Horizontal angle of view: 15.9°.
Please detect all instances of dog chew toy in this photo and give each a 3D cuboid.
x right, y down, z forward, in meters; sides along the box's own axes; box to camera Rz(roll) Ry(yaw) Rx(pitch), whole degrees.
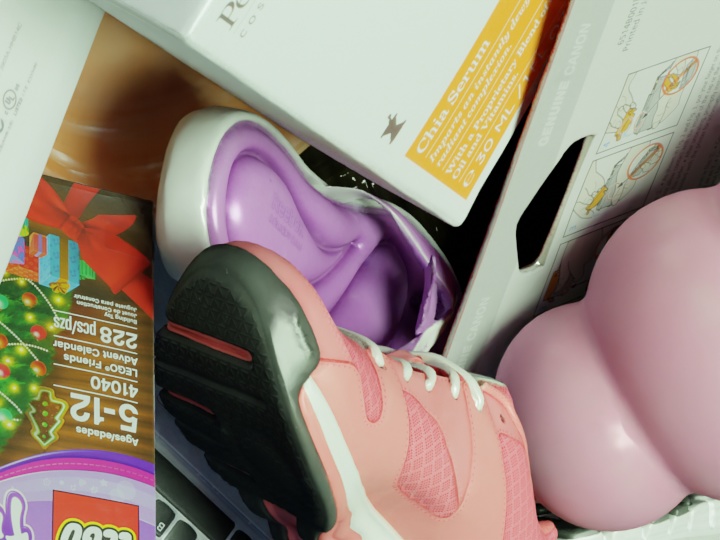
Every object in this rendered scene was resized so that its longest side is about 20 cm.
[{"bbox_3d":[0.131,0.018,0.848,0.200,0.125,0.125,-30,118,14],"label":"dog chew toy"}]

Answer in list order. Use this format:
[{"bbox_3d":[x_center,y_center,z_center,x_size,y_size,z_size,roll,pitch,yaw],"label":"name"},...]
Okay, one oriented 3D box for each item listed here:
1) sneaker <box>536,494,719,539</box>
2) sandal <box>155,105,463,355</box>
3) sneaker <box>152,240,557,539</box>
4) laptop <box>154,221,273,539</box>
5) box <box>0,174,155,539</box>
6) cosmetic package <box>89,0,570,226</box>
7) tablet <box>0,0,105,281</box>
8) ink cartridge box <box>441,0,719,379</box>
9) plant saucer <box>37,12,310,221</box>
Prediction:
[{"bbox_3d":[0.098,0.122,0.944,0.200,0.078,0.091,-3,98,-37],"label":"sneaker"},{"bbox_3d":[-0.001,0.007,0.834,0.203,0.050,0.083,29,68,-60],"label":"sandal"},{"bbox_3d":[0.004,0.049,0.794,0.087,0.074,0.200,-46,135,-21],"label":"sneaker"},{"bbox_3d":[-0.060,0.103,0.796,0.187,0.116,0.200,47,72,-30],"label":"laptop"},{"bbox_3d":[-0.153,0.024,0.708,0.200,0.039,0.137,13,56,-25],"label":"box"},{"bbox_3d":[-0.007,-0.092,0.728,0.102,0.071,0.200,-60,154,1],"label":"cosmetic package"},{"bbox_3d":[-0.119,-0.051,0.657,0.130,0.014,0.200,40,62,-50],"label":"tablet"},{"bbox_3d":[0.099,-0.048,0.880,0.176,0.045,0.200,-17,142,-34],"label":"ink cartridge box"},{"bbox_3d":[-0.052,-0.113,0.783,0.200,0.037,0.201,-28,134,-34],"label":"plant saucer"}]
